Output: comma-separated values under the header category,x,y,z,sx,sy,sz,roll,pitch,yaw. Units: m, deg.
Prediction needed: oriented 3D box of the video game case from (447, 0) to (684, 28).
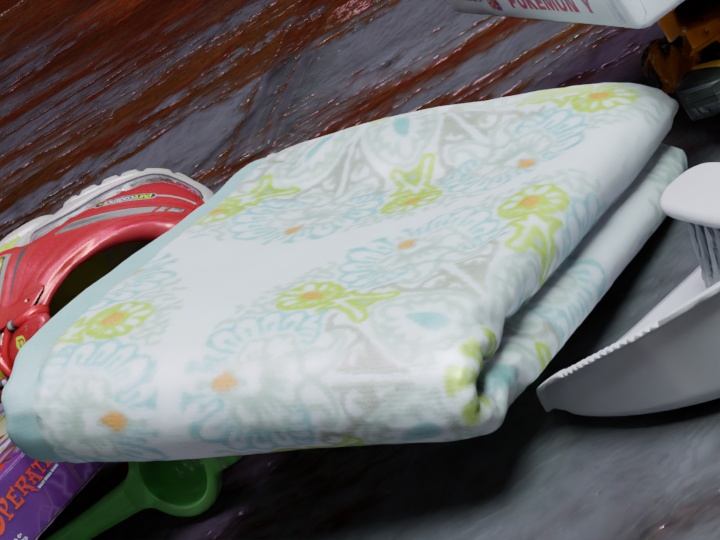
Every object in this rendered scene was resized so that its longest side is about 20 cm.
category,x,y,z,sx,sy,sz,roll,pitch,yaw
video game case,0.135,-0.153,1.014,0.200,0.023,0.182,-38,16,-10

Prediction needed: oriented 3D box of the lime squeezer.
category,x,y,z,sx,sy,sz,roll,pitch,yaw
lime squeezer,-0.050,0.052,1.000,0.200,0.038,0.071,-36,18,2

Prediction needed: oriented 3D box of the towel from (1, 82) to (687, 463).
category,x,y,z,sx,sy,sz,roll,pitch,yaw
towel,0.000,0.000,0.939,0.171,0.048,0.200,-8,23,32

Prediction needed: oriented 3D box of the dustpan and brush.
category,x,y,z,sx,sy,sz,roll,pitch,yaw
dustpan and brush,0.128,-0.014,0.801,0.140,0.057,0.200,-42,18,-17

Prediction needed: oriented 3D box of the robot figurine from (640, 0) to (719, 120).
category,x,y,z,sx,sy,sz,roll,pitch,yaw
robot figurine,0.179,-0.126,0.995,0.200,0.058,0.145,-31,16,13

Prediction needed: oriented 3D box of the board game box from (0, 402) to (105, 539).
category,x,y,z,sx,sy,sz,roll,pitch,yaw
board game box,-0.141,0.083,1.050,0.200,0.032,0.120,-31,19,52

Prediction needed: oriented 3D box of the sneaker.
category,x,y,z,sx,sy,sz,roll,pitch,yaw
sneaker,-0.142,0.027,1.173,0.200,0.077,0.085,-36,21,1
